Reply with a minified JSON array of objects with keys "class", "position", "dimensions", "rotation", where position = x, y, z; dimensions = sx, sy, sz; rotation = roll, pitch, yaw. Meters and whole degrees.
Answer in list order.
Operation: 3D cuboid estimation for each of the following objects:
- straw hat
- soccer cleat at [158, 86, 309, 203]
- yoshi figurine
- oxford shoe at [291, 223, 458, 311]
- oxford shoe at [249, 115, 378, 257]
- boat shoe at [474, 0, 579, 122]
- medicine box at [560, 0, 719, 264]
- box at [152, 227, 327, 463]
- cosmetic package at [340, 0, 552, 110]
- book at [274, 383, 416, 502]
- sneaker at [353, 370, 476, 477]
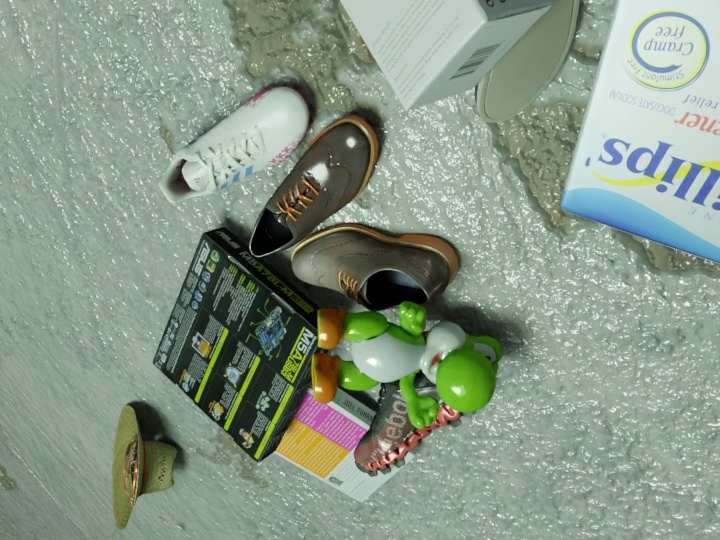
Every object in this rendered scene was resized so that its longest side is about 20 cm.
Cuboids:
[{"class":"straw hat","position":[-0.336,0.313,1.236],"dimensions":[0.083,0.205,0.202],"rotation":[5,142,-27]},{"class":"soccer cleat","position":[-0.132,-0.118,0.796],"dimensions":[0.197,0.087,0.071],"rotation":[-22,109,40]},{"class":"yoshi figurine","position":[0.052,0.093,0.763],"dimensions":[0.194,0.115,0.113],"rotation":[3,154,-9]},{"class":"oxford shoe","position":[0.000,0.000,0.807],"dimensions":[0.196,0.073,0.073],"rotation":[0,123,32]},{"class":"oxford shoe","position":[-0.050,-0.075,0.784],"dimensions":[0.071,0.073,0.200],"rotation":[42,134,-2]},{"class":"boat shoe","position":[0.127,-0.211,0.599],"dimensions":[0.203,0.071,0.064],"rotation":[102,152,-46]},{"class":"medicine box","position":[0.256,-0.120,0.536],"dimensions":[0.178,0.103,0.204],"rotation":[21,130,18]},{"class":"box","position":[-0.140,0.087,0.909],"dimensions":[0.191,0.047,0.203],"rotation":[36,117,16]},{"class":"cosmetic package","position":[0.034,-0.236,0.561],"dimensions":[0.107,0.084,0.203],"rotation":[-37,79,53]},{"class":"book","position":[-0.042,0.204,0.978],"dimensions":[0.198,0.048,0.134],"rotation":[35,129,-9]},{"class":"sneaker","position":[0.049,0.155,0.879],"dimensions":[0.098,0.071,0.200],"rotation":[46,121,0]}]
